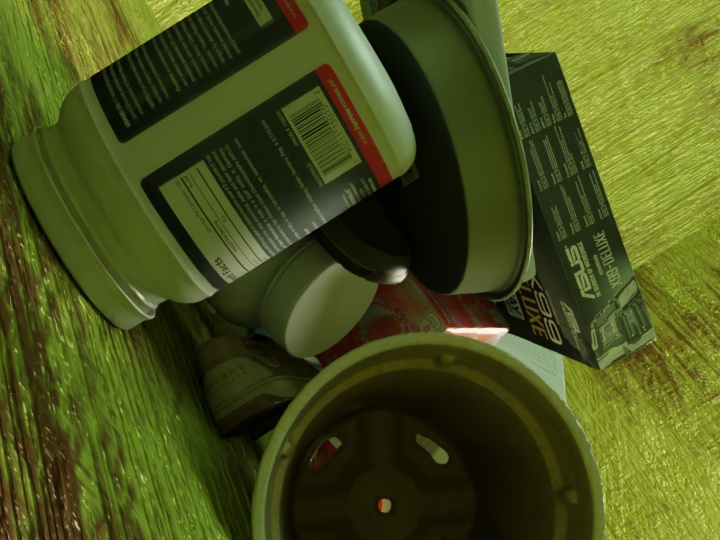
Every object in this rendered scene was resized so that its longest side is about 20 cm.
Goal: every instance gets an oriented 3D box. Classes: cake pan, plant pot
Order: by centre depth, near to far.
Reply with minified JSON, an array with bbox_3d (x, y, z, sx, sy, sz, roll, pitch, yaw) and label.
[{"bbox_3d":[0.027,0.148,0.855,0.202,0.199,0.183,59,-11,3],"label":"plant pot"},{"bbox_3d":[0.042,-0.073,0.859,0.200,0.036,0.203,161,-89,-73],"label":"cake pan"}]

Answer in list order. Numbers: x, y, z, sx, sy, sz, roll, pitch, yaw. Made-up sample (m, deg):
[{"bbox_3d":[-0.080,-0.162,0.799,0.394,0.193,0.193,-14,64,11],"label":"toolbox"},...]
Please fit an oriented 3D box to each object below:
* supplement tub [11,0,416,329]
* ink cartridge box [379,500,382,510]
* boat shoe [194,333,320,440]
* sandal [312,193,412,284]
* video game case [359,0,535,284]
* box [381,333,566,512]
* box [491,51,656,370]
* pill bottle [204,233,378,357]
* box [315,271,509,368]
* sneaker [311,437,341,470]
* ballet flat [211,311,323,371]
[{"bbox_3d":[-0.080,-0.071,0.794,0.141,0.198,0.140,59,1,-1],"label":"supplement tub"},{"bbox_3d":[0.044,0.158,1.244,0.201,0.066,0.118,-80,176,-55],"label":"ink cartridge box"},{"bbox_3d":[-0.067,0.074,0.980,0.065,0.071,0.200,59,2,8],"label":"boat shoe"},{"bbox_3d":[-0.030,-0.078,0.888,0.081,0.055,0.201,-9,55,-52],"label":"sandal"},{"bbox_3d":[0.049,-0.111,0.899,0.182,0.023,0.203,-141,-143,-62],"label":"video game case"},{"bbox_3d":[0.090,0.109,1.110,0.097,0.125,0.201,26,34,-14],"label":"box"},{"bbox_3d":[0.112,-0.044,0.942,0.202,0.049,0.158,68,-14,-15],"label":"box"},{"bbox_3d":[-0.082,-0.035,0.956,0.200,0.112,0.113,41,-8,29],"label":"pill bottle"},{"bbox_3d":[0.000,0.000,1.023,0.094,0.103,0.201,3,46,-55],"label":"box"},{"bbox_3d":[0.001,0.138,1.092,0.079,0.115,0.200,53,0,9],"label":"sneaker"},{"bbox_3d":[-0.052,0.048,1.214,0.199,0.072,0.072,19,34,-53],"label":"ballet flat"}]
